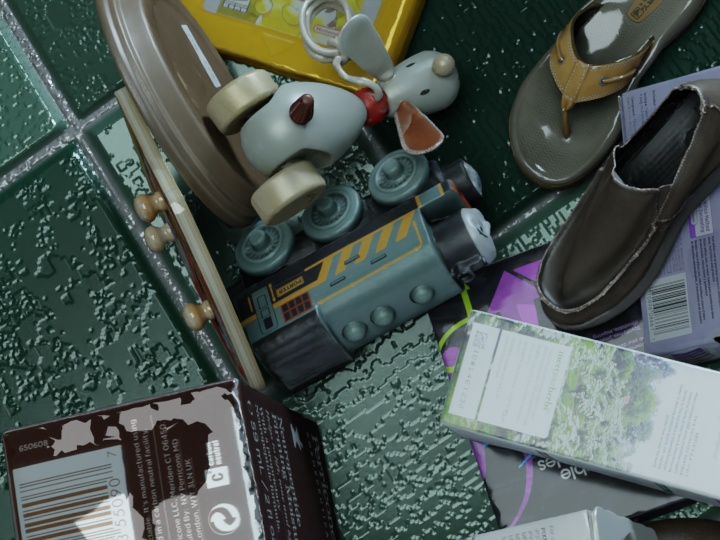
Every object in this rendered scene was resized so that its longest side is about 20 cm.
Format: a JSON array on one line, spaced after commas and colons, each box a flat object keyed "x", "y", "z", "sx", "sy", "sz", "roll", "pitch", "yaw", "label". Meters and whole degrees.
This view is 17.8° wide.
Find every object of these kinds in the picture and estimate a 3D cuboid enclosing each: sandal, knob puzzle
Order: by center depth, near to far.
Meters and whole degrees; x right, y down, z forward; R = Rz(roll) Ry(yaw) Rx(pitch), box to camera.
[{"x": -0.117, "y": 0.001, "z": 1.554, "sx": 0.030, "sy": 0.220, "sz": 0.220, "roll": -25, "pitch": 73, "yaw": -7, "label": "knob puzzle"}, {"x": 0.170, "y": -0.149, "z": 1.589, "sx": 0.082, "sy": 0.055, "sz": 0.200, "roll": 40, "pitch": 90, "yaw": 19, "label": "sandal"}]

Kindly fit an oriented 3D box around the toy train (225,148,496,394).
[{"x": 0.000, "y": 0.000, "z": 1.570, "sx": 0.200, "sy": 0.085, "sz": 0.114, "roll": -28, "pitch": 46, "yaw": 9, "label": "toy train"}]

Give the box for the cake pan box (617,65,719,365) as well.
[{"x": 0.268, "y": -0.043, "z": 1.507, "sx": 0.184, "sy": 0.052, "sz": 0.200, "roll": -17, "pitch": 67, "yaw": 31, "label": "cake pan box"}]

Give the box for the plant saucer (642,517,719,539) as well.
[{"x": 0.211, "y": 0.260, "z": 1.502, "sx": 0.200, "sy": 0.032, "sz": 0.201, "roll": -3, "pitch": 76, "yaw": 14, "label": "plant saucer"}]

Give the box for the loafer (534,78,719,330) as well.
[{"x": 0.174, "y": -0.050, "z": 1.498, "sx": 0.200, "sy": 0.071, "sz": 0.073, "roll": -54, "pitch": 50, "yaw": 13, "label": "loafer"}]

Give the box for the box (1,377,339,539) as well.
[{"x": -0.115, "y": 0.179, "z": 1.513, "sx": 0.164, "sy": 0.200, "sz": 0.166, "roll": -14, "pitch": 76, "yaw": 11, "label": "box"}]

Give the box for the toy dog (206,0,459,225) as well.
[{"x": -0.008, "y": -0.116, "z": 1.537, "sx": 0.132, "sy": 0.096, "sz": 0.200, "roll": 43, "pitch": 55, "yaw": -5, "label": "toy dog"}]

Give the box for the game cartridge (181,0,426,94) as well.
[{"x": -0.029, "y": -0.236, "z": 1.672, "sx": 0.176, "sy": 0.032, "sz": 0.200, "roll": 18, "pitch": 84, "yaw": 17, "label": "game cartridge"}]

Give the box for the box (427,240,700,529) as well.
[{"x": 0.138, "y": 0.082, "z": 1.557, "sx": 0.143, "sy": 0.036, "sz": 0.200, "roll": -21, "pitch": 75, "yaw": 9, "label": "box"}]

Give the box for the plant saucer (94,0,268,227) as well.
[{"x": -0.117, "y": -0.123, "z": 1.579, "sx": 0.029, "sy": 0.200, "sz": 0.200, "roll": -29, "pitch": 72, "yaw": 12, "label": "plant saucer"}]

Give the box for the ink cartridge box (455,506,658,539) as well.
[{"x": 0.082, "y": 0.218, "z": 1.457, "sx": 0.200, "sy": 0.147, "sz": 0.083, "roll": -16, "pitch": 71, "yaw": 21, "label": "ink cartridge box"}]

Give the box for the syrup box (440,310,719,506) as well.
[{"x": 0.161, "y": 0.091, "z": 1.489, "sx": 0.200, "sy": 0.081, "sz": 0.079, "roll": 14, "pitch": 83, "yaw": 15, "label": "syrup box"}]
